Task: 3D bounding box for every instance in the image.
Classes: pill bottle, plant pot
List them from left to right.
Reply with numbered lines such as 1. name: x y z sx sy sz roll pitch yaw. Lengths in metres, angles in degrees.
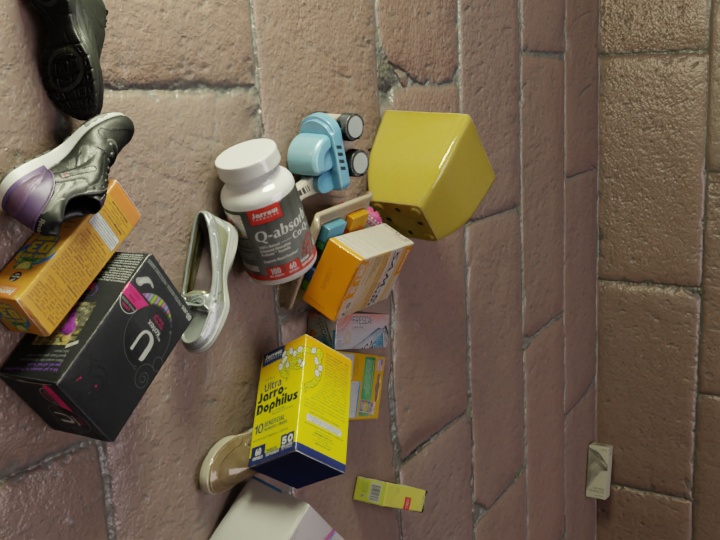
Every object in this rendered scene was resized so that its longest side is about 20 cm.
1. pill bottle: -0.145 -0.088 1.307 0.116 0.115 0.201 -53 136 -44
2. plant pot: 0.123 -0.173 1.700 0.201 0.194 0.196 -63 144 -25

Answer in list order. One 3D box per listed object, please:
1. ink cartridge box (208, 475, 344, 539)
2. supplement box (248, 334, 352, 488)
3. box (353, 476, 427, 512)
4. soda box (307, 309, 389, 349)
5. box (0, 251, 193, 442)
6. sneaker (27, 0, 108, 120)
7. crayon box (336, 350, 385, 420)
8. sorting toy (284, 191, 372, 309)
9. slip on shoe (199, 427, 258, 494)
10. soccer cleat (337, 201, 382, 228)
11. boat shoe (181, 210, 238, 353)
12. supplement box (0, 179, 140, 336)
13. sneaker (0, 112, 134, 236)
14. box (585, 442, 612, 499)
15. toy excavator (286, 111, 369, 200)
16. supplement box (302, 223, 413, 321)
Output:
1. ink cartridge box: -0.121 0.445 1.386 0.125 0.128 0.200 -57 142 -22
2. supplement box: -0.093 0.223 1.365 0.109 0.109 0.201 34 44 -35
3. box: 0.065 0.465 1.786 0.200 0.075 0.050 35 64 -57
4. soda box: -0.020 0.110 1.602 0.200 0.063 0.069 6 88 -60
5. box: -0.313 0.087 1.046 0.200 0.106 0.122 -63 142 -33
6. sneaker: -0.328 -0.278 1.011 0.091 0.076 0.201 -48 138 -60
7. crayon box: -0.028 0.215 1.614 0.200 0.051 0.126 16 80 -59
8. sorting toy: -0.048 -0.034 1.487 0.200 0.036 0.186 -34 149 -56
9. slip on shoe: -0.173 0.295 1.361 0.200 0.060 0.076 -17 108 -59
10. soccer cleat: 0.013 -0.061 1.630 0.200 0.070 0.087 38 61 -56
11. boat shoe: -0.226 0.016 1.228 0.065 0.074 0.203 34 61 -50
12. supplement box: -0.346 -0.019 1.014 0.200 0.066 0.069 -64 144 -34
13. sneaker: -0.320 -0.106 1.007 0.200 0.087 0.076 -49 173 -39
14. box: 0.913 0.765 3.298 0.068 0.082 0.201 0 92 -61
15. toy excavator: -0.084 -0.156 1.448 0.200 0.100 0.195 -32 122 -39
16. supplement box: 0.000 0.000 1.499 0.200 0.073 0.126 -21 140 -59
